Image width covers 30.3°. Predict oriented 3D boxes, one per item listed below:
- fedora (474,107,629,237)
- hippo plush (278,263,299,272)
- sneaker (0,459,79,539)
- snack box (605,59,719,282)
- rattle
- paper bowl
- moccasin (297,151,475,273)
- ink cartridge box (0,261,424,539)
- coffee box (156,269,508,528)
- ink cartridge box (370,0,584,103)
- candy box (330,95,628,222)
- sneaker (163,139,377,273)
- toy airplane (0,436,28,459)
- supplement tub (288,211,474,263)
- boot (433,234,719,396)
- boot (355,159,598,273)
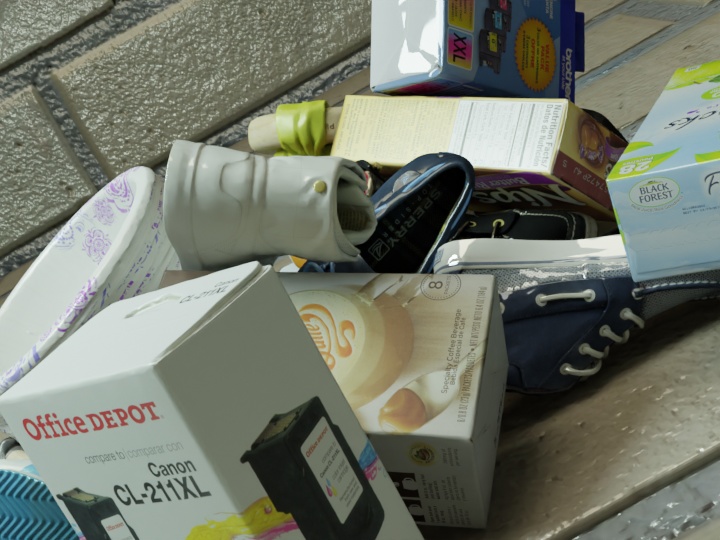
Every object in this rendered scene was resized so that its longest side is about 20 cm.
[{"bbox_3d":[0.152,-0.071,1.066,0.199,0.092,0.201,-28,14,7],"label":"fedora"},{"bbox_3d":[-0.089,0.029,1.071,0.160,0.160,0.200,-27,-11,-45],"label":"hippo plush"},{"bbox_3d":[-0.171,0.157,0.881,0.196,0.078,0.081,4,16,6],"label":"sneaker"},{"bbox_3d":[0.246,-0.074,0.749,0.166,0.069,0.200,-10,21,29],"label":"snack box"},{"bbox_3d":[-0.029,-0.072,1.120,0.128,0.145,0.200,-20,2,-13],"label":"rattle"},{"bbox_3d":[-0.174,0.036,0.918,0.200,0.104,0.202,-41,24,23],"label":"paper bowl"},{"bbox_3d":[0.000,0.000,0.851,0.201,0.080,0.068,-57,7,-6],"label":"moccasin"},{"bbox_3d":[-0.062,0.113,0.623,0.145,0.202,0.083,-15,19,47],"label":"ink cartridge box"},{"bbox_3d":[-0.024,0.068,0.738,0.197,0.080,0.115,0,46,14],"label":"coffee box"},{"bbox_3d":[0.099,-0.192,1.017,0.076,0.139,0.198,-4,-7,42],"label":"ink cartridge box"},{"bbox_3d":[0.090,-0.082,0.966,0.198,0.116,0.057,9,81,40],"label":"candy box"},{"bbox_3d":[-0.047,-0.020,0.798,0.113,0.075,0.200,5,-11,2],"label":"sneaker"},{"bbox_3d":[-0.315,0.201,0.966,0.196,0.144,0.200,4,3,4],"label":"toy airplane"},{"bbox_3d":[0.033,-0.070,1.232,0.199,0.133,0.131,-37,16,-30],"label":"supplement tub"},{"bbox_3d":[0.142,0.030,0.807,0.197,0.092,0.073,-2,-16,14],"label":"boot"},{"bbox_3d":[0.060,-0.025,0.954,0.199,0.149,0.074,-5,65,61],"label":"boot"}]
